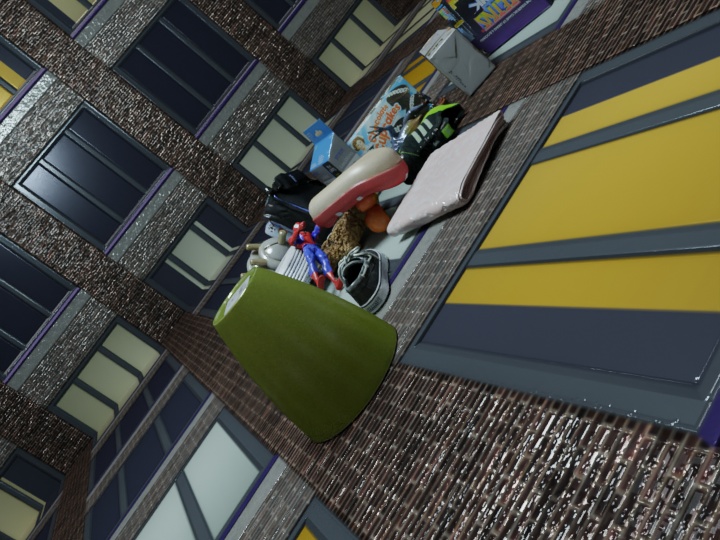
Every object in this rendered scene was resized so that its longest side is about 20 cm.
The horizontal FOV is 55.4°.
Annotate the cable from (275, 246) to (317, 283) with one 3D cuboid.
[{"bbox_3d":[-0.152,0.039,1.394,0.201,0.069,0.200,-66,8,-25],"label":"cable"}]

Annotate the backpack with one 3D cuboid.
[{"bbox_3d":[-0.129,-0.141,1.614,0.155,0.199,0.191,-58,7,31],"label":"backpack"}]

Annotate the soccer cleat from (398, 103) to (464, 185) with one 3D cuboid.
[{"bbox_3d":[0.131,-0.243,1.286,0.081,0.068,0.201,-10,43,50],"label":"soccer cleat"}]

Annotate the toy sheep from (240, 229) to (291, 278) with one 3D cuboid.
[{"bbox_3d":[-0.195,-0.008,1.546,0.138,0.137,0.201,-69,1,-47],"label":"toy sheep"}]

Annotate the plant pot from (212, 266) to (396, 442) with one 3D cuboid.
[{"bbox_3d":[-0.087,0.090,0.905,0.187,0.200,0.187,-47,16,17],"label":"plant pot"}]

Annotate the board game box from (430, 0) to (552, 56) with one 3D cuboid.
[{"bbox_3d":[0.264,-0.548,1.378,0.200,0.165,0.057,-28,26,56],"label":"board game box"}]

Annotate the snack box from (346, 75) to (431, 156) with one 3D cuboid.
[{"bbox_3d":[0.068,-0.315,1.523,0.201,0.116,0.037,-54,16,-6],"label":"snack box"}]

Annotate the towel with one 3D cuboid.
[{"bbox_3d":[0.139,-0.150,1.106,0.200,0.032,0.192,-25,30,58],"label":"towel"}]

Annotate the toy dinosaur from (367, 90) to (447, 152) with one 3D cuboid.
[{"bbox_3d":[0.110,-0.275,1.461,0.199,0.105,0.182,-12,-39,-52],"label":"toy dinosaur"}]

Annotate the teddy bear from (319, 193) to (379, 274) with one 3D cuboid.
[{"bbox_3d":[-0.021,-0.078,1.372,0.201,0.066,0.145,-60,11,-1],"label":"teddy bear"}]

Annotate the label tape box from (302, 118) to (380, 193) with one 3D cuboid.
[{"bbox_3d":[-0.052,-0.232,1.523,0.064,0.200,0.144,-54,15,-13],"label":"label tape box"}]

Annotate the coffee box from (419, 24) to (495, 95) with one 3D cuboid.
[{"bbox_3d":[0.198,-0.444,1.437,0.080,0.114,0.200,-48,16,15],"label":"coffee box"}]

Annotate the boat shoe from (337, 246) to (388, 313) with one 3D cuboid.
[{"bbox_3d":[-0.002,0.002,1.104,0.074,0.068,0.200,-46,16,19],"label":"boat shoe"}]

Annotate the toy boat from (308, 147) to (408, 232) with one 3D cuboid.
[{"bbox_3d":[0.011,-0.127,1.242,0.200,0.131,0.131,-35,9,35],"label":"toy boat"}]

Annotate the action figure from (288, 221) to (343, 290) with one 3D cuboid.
[{"bbox_3d":[-0.085,-0.056,1.302,0.200,0.065,0.100,51,133,49],"label":"action figure"}]
